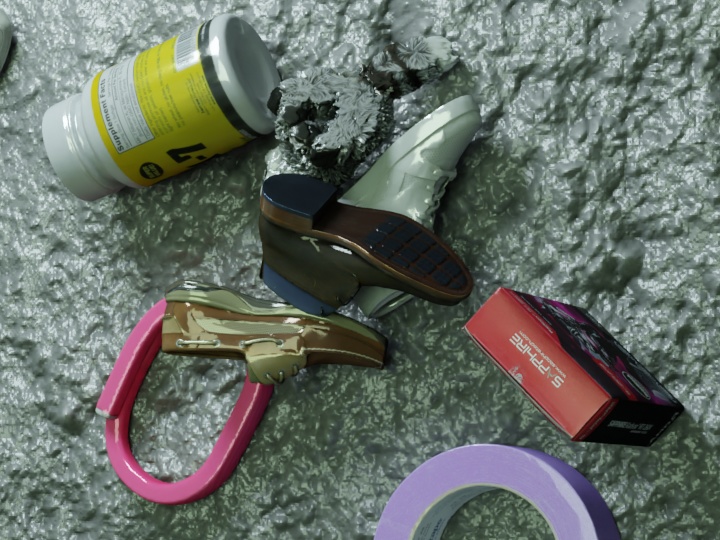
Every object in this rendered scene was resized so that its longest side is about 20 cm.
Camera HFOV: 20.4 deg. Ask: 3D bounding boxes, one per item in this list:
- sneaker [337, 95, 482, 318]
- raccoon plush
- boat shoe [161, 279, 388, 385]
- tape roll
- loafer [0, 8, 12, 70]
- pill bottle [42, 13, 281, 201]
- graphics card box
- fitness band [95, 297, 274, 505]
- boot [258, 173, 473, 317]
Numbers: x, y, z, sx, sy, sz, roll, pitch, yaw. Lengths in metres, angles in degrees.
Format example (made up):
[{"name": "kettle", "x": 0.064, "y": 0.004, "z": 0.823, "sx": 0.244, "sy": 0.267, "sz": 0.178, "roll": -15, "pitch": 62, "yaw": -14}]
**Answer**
[{"name": "sneaker", "x": 0.054, "y": -0.047, "z": 1.704, "sx": 0.200, "sy": 0.074, "sz": 0.116, "roll": -45, "pitch": 70, "yaw": 22}, {"name": "raccoon plush", "x": 0.000, "y": -0.110, "z": 1.745, "sx": 0.200, "sy": 0.134, "sz": 0.097, "roll": -18, "pitch": 60, "yaw": -13}, {"name": "boat shoe", "x": -0.077, "y": 0.064, "z": 1.722, "sx": 0.200, "sy": 0.076, "sz": 0.074, "roll": 12, "pitch": 78, "yaw": 8}, {"name": "tape roll", "x": 0.112, "y": 0.244, "z": 1.640, "sx": 0.200, "sy": 0.066, "sz": 0.200, "roll": -4, "pitch": 81, "yaw": 24}, {"name": "loafer", "x": -0.412, "y": -0.176, "z": 1.925, "sx": 0.070, "sy": 0.070, "sz": 0.200, "roll": 44, "pitch": 101, "yaw": 23}, {"name": "pill bottle", "x": -0.178, "y": -0.142, "z": 1.792, "sx": 0.200, "sy": 0.114, "sz": 0.114, "roll": -22, "pitch": 75, "yaw": 21}, {"name": "graphics card box", "x": 0.170, "y": 0.078, "z": 1.560, "sx": 0.125, "sy": 0.200, "sz": 0.051, "roll": 46, "pitch": 102, "yaw": 23}, {"name": "fitness band", "x": -0.157, "y": 0.112, "z": 1.793, "sx": 0.144, "sy": 0.037, "sz": 0.200, "roll": 29, "pitch": 96, "yaw": 24}, {"name": "boot", "x": 0.000, "y": 0.000, "z": 1.670, "sx": 0.200, "sy": 0.075, "sz": 0.097, "roll": 29, "pitch": 130, "yaw": 19}]
